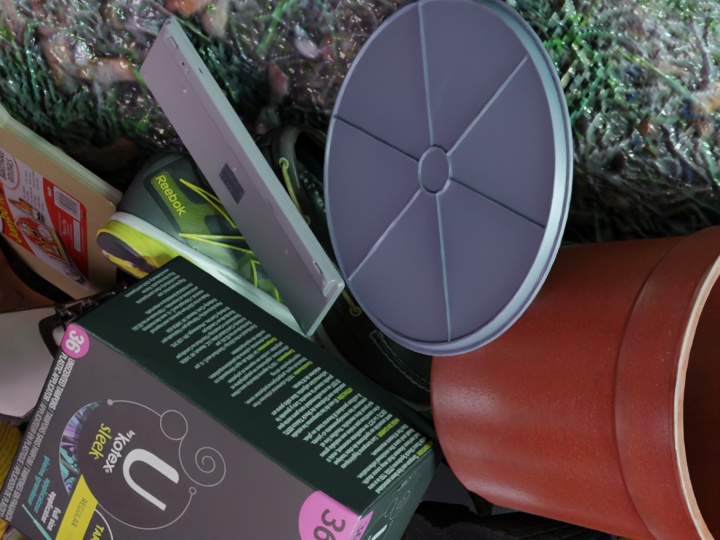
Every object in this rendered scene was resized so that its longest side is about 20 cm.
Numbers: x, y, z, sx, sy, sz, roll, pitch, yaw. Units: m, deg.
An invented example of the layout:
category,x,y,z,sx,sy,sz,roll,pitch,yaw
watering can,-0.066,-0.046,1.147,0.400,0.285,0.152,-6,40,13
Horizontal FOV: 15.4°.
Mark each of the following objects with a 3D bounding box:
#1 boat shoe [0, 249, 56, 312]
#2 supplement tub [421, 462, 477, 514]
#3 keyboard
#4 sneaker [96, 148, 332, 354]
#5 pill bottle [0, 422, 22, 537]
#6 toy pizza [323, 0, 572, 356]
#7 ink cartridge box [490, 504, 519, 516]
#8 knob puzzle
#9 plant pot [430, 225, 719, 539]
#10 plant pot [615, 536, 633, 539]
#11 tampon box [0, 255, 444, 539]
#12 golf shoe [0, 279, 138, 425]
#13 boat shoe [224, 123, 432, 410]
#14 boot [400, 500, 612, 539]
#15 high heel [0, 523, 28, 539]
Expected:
category,x,y,z,sx,sy,sz,roll,pitch,yaw
boat shoe,-0.261,0.015,1.776,0.200,0.070,0.070,49,154,-24
supplement tub,-0.034,0.189,1.744,0.199,0.146,0.146,-8,124,39
keyboard,-0.071,-0.056,1.558,0.200,0.011,0.056,57,148,19
sneaker,-0.060,-0.006,1.628,0.199,0.085,0.074,29,169,-26
pill bottle,-0.291,0.145,1.908,0.112,0.113,0.201,2,130,34
toy pizza,0.051,-0.054,1.461,0.200,0.032,0.202,-3,87,50
ink cartridge box,0.108,0.177,1.674,0.044,0.094,0.201,25,140,13
knob puzzle,-0.227,-0.064,1.711,0.219,0.030,0.220,32,156,16
plant pot,0.156,0.064,1.467,0.195,0.201,0.201,3,132,44
plant pot,0.233,0.221,1.562,0.199,0.200,0.178,6,123,31
tampon box,-0.080,0.118,1.528,0.199,0.126,0.150,33,121,14
golf shoe,-0.169,0.039,1.678,0.095,0.199,0.078,-46,64,42
boat shoe,0.000,0.000,1.592,0.201,0.072,0.060,51,142,-14
boot,0.074,0.206,1.552,0.200,0.069,0.133,1,92,55
high heel,-0.157,0.154,1.703,0.072,0.142,0.200,52,170,-18
